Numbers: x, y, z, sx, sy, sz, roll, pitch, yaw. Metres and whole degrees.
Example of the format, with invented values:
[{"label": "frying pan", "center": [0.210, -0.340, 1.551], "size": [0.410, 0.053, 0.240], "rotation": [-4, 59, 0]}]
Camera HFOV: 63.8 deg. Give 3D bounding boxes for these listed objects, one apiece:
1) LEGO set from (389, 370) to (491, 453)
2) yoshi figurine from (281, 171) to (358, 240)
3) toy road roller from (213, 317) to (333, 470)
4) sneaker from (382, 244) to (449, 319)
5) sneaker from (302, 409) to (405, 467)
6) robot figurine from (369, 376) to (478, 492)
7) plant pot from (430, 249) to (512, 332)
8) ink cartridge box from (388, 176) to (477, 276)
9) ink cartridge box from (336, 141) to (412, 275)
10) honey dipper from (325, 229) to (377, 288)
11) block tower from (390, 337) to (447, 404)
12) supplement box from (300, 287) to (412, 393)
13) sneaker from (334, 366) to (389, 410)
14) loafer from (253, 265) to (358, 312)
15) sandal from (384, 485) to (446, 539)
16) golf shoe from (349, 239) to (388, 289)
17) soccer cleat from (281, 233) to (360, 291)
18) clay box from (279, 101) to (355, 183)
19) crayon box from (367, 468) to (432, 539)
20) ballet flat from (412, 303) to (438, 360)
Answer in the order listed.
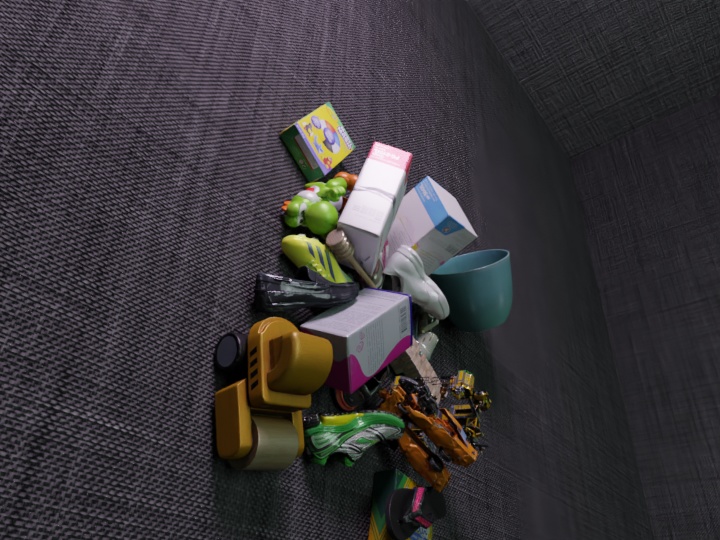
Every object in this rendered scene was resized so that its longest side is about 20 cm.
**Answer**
[{"label": "LEGO set", "center": [0.141, 0.279, 1.090], "size": [0.116, 0.197, 0.155], "rotation": [-67, 147, -49]}, {"label": "yoshi figurine", "center": [-0.060, -0.116, 1.087], "size": [0.200, 0.111, 0.114], "rotation": [-38, 110, -54]}, {"label": "toy road roller", "center": [-0.112, 0.164, 0.798], "size": [0.122, 0.145, 0.203], "rotation": [22, 54, -48]}, {"label": "sneaker", "center": [0.111, 0.045, 1.212], "size": [0.089, 0.075, 0.201], "rotation": [-45, 119, -15]}, {"label": "sneaker", "center": [-0.010, 0.274, 0.952], "size": [0.198, 0.078, 0.087], "rotation": [5, 77, -34]}, {"label": "robot figurine", "center": [0.105, 0.285, 1.033], "size": [0.200, 0.145, 0.058], "rotation": [47, 19, 11]}, {"label": "plant pot", "center": [0.283, 0.055, 1.429], "size": [0.200, 0.198, 0.163], "rotation": [-31, 110, -58]}, {"label": "ink cartridge box", "center": [0.128, -0.079, 1.278], "size": [0.128, 0.199, 0.126], "rotation": [27, 33, -46]}, {"label": "ink cartridge box", "center": [0.024, -0.116, 1.105], "size": [0.145, 0.083, 0.202], "rotation": [98, 13, -61]}, {"label": "honey dipper", "center": [0.000, 0.000, 1.073], "size": [0.200, 0.038, 0.038], "rotation": [52, 34, -42]}, {"label": "block tower", "center": [0.101, 0.191, 1.179], "size": [0.201, 0.054, 0.058], "rotation": [57, 34, -9]}, {"label": "supplement box", "center": [-0.001, 0.112, 0.991], "size": [0.199, 0.102, 0.103], "rotation": [-27, 120, -52]}, {"label": "sneaker", "center": [0.027, 0.181, 1.058], "size": [0.078, 0.081, 0.200], "rotation": [58, 33, -15]}, {"label": "loafer", "center": [-0.084, 0.028, 0.957], "size": [0.199, 0.068, 0.072], "rotation": [-3, 91, -39]}, {"label": "sandal", "center": [0.104, 0.401, 0.982], "size": [0.199, 0.045, 0.076], "rotation": [11, 62, -54]}, {"label": "golf shoe", "center": [0.023, -0.049, 1.212], "size": [0.092, 0.072, 0.203], "rotation": [51, 40, -53]}, {"label": "soccer cleat", "center": [-0.068, 0.013, 1.034], "size": [0.200, 0.064, 0.084], "rotation": [45, 41, -33]}, {"label": "clay box", "center": [-0.079, -0.273, 1.203], "size": [0.116, 0.047, 0.200], "rotation": [58, 34, -16]}, {"label": "crayon box", "center": [0.069, 0.462, 0.984], "size": [0.126, 0.051, 0.202], "rotation": [44, 39, -33]}, {"label": "ballet flat", "center": [0.139, 0.133, 1.272], "size": [0.074, 0.074, 0.202], "rotation": [39, 42, -38]}]
